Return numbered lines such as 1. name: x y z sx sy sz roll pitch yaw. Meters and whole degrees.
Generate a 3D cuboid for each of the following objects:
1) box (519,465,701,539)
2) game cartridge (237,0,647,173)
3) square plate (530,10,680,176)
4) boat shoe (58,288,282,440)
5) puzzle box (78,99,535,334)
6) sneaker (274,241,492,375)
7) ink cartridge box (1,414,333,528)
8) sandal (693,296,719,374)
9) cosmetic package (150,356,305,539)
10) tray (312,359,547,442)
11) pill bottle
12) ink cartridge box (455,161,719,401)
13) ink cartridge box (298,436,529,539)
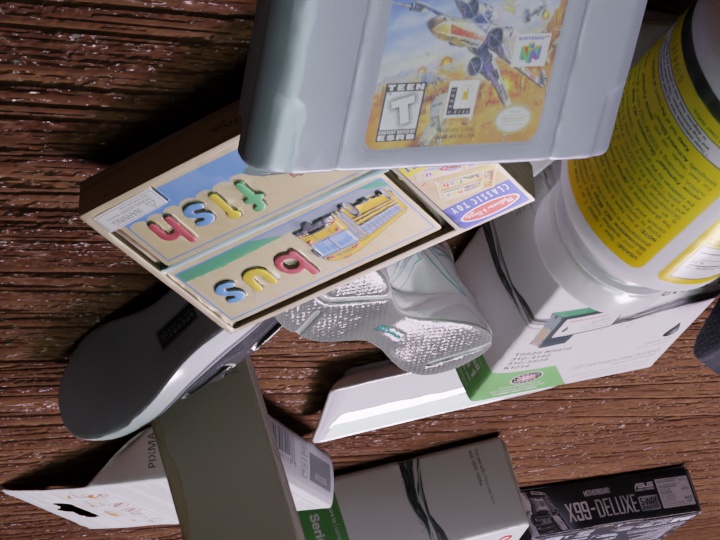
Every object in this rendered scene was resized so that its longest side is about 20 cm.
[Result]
1. box: 0.198 0.247 2.058 0.199 0.050 0.158 -5 155 -30
2. game cartridge: 0.045 -0.113 1.010 0.199 0.042 0.134 -5 126 -28
3. square plate: 0.050 -0.090 1.163 0.199 0.029 0.198 -1 153 -37
4. boat shoe: -0.102 0.043 1.318 0.066 0.070 0.200 10 138 -47
5. puzzle box: -0.028 -0.040 1.119 0.199 0.026 0.133 -25 137 27
6. sneaker: 0.000 0.000 1.272 0.070 0.081 0.200 -30 149 24
7. ink cartridge box: -0.137 0.147 1.590 0.199 0.050 0.162 -5 163 17
8. sandal: 0.277 -0.017 1.365 0.201 0.043 0.076 -56 -172 -6
9. cosmetic package: -0.080 0.145 1.389 0.073 0.201 0.104 -17 158 -1
10. tray: 0.063 0.077 1.581 0.199 0.022 0.108 -12 157 -15
11. pill bottle: 0.176 -0.061 1.147 0.112 0.113 0.200 -4 153 -32
12. ink cartridge box: 0.149 -0.004 1.369 0.145 0.085 0.200 -10 157 -22
13. ink cartridge box: 0.025 0.218 1.805 0.199 0.083 0.147 -13 158 -15
